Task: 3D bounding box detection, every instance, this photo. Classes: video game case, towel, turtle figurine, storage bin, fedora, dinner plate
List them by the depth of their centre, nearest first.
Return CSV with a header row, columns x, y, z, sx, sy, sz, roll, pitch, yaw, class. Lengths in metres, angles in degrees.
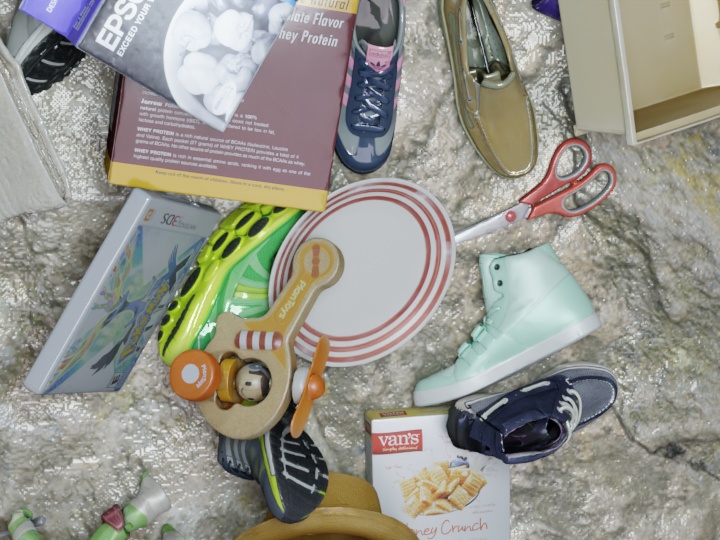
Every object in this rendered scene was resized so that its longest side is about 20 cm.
x,y,z,sx,sy,sz,roll,pitch,yaw,class
-0.350,-0.135,1.527,0.132,0.034,0.201,-13,109,28,towel
-0.212,0.023,1.545,0.022,0.182,0.200,32,96,14,video game case
0.286,-0.240,1.592,0.198,0.094,0.201,-19,106,-29,storage bin
0.000,0.000,1.629,0.200,0.024,0.201,-13,123,-22,dinner plate
-0.274,0.281,1.638,0.194,0.200,0.144,-30,83,-23,turtle figurine
-0.037,0.249,1.645,0.200,0.082,0.201,0,146,0,fedora

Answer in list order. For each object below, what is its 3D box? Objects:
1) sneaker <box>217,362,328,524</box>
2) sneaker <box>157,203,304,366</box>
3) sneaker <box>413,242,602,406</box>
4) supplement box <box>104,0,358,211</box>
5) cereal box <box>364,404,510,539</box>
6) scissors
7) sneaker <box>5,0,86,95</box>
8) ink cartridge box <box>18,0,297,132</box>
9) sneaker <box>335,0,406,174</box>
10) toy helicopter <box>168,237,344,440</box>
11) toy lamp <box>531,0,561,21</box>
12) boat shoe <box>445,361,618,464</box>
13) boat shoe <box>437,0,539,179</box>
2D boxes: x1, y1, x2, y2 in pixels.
x,y,z,sx,sy,sz,roll,pitch,yaw,class
-0.089,0.175,1.596,0.074,0.200,0.081,29,110,-29,sneaker
-0.114,0.013,1.619,0.083,0.074,0.200,32,97,-33,sneaker
0.123,0.050,1.672,0.200,0.074,0.118,-29,84,10,sneaker
-0.120,-0.173,1.537,0.197,0.133,0.201,7,101,-12,supplement box
0.078,0.235,1.709,0.143,0.040,0.201,-4,103,-10,cereal box
0.161,-0.053,1.676,0.200,0.014,0.073,-37,108,-2,scissors
-0.278,-0.244,1.534,0.079,0.074,0.200,36,104,20,sneaker
-0.152,-0.251,1.424,0.200,0.043,0.199,29,94,-13,ink cartridge box
0.007,-0.185,1.584,0.070,0.082,0.201,-2,102,-10,sneaker
-0.071,0.064,1.544,0.132,0.079,0.200,32,91,25,toy helicopter
0.138,-0.300,1.597,0.200,0.058,0.058,34,94,-16,toy lamp
0.190,0.144,1.656,0.199,0.093,0.075,-16,108,-27,boat shoe
0.123,-0.176,1.611,0.071,0.076,0.201,-24,105,-5,boat shoe
